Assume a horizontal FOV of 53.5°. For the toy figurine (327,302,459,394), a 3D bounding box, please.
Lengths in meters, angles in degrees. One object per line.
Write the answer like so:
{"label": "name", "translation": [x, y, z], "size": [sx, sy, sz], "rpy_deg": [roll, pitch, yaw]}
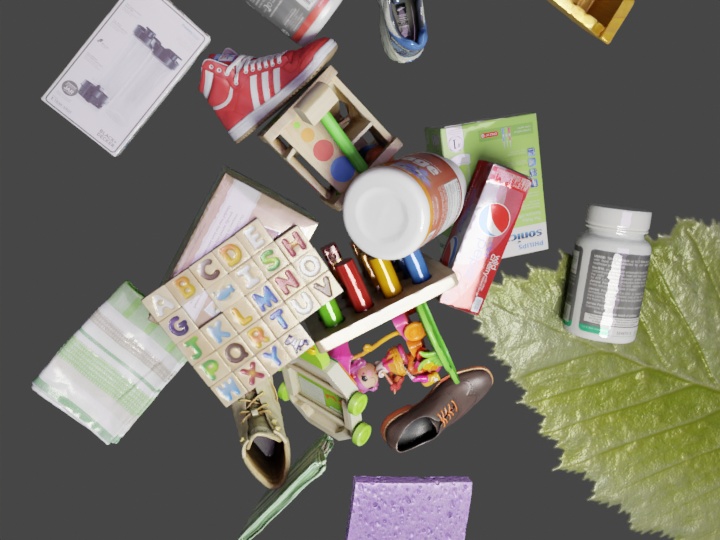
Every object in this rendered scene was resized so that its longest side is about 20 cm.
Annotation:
{"label": "toy figurine", "translation": [0.031, 0.129, 1.064], "size": [0.183, 0.151, 0.200], "rpy_deg": [-24, 130, 7]}

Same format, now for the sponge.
{"label": "sponge", "translation": [0.078, 0.390, 1.156], "size": [0.199, 0.030, 0.112], "rpy_deg": [4, 100, -12]}

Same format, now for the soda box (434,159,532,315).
{"label": "soda box", "translation": [0.162, -0.046, 0.979], "size": [0.063, 0.070, 0.201], "rpy_deg": [19, 99, -11]}

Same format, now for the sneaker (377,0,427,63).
{"label": "sneaker", "translation": [0.050, -0.387, 0.967], "size": [0.077, 0.085, 0.201], "rpy_deg": [-24, 104, -7]}

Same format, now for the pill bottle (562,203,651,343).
{"label": "pill bottle", "translation": [0.382, 0.002, 1.101], "size": [0.112, 0.113, 0.201], "rpy_deg": [4, 101, -13]}

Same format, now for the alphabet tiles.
{"label": "alphabet tiles", "translation": [-0.128, 0.043, 0.850], "size": [0.200, 0.008, 0.168], "rpy_deg": [-35, 106, -2]}

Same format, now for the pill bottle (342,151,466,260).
{"label": "pill bottle", "translation": [0.067, -0.091, 0.914], "size": [0.112, 0.200, 0.113], "rpy_deg": [8, 109, 24]}

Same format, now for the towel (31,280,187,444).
{"label": "towel", "translation": [-0.344, 0.134, 1.014], "size": [0.149, 0.031, 0.200], "rpy_deg": [42, 90, -17]}

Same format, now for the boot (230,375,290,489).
{"label": "boot", "translation": [-0.150, 0.190, 1.001], "size": [0.072, 0.155, 0.201], "rpy_deg": [-15, 103, -8]}

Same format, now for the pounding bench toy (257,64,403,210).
{"label": "pounding bench toy", "translation": [-0.031, -0.165, 0.934], "size": [0.124, 0.200, 0.156], "rpy_deg": [-46, 106, -1]}

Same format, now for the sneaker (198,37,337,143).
{"label": "sneaker", "translation": [-0.130, -0.265, 0.929], "size": [0.200, 0.071, 0.113], "rpy_deg": [-33, 104, 28]}

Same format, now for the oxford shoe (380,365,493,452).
{"label": "oxford shoe", "translation": [0.129, 0.222, 1.110], "size": [0.200, 0.073, 0.071], "rpy_deg": [-34, 105, -4]}

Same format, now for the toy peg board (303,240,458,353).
{"label": "toy peg board", "translation": [0.000, 0.000, 0.972], "size": [0.198, 0.200, 0.098], "rpy_deg": [-26, 105, -6]}

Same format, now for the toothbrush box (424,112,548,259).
{"label": "toothbrush box", "translation": [0.184, -0.121, 1.048], "size": [0.145, 0.086, 0.201], "rpy_deg": [-12, 102, -9]}

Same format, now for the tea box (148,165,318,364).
{"label": "tea box", "translation": [-0.167, -0.017, 0.935], "size": [0.133, 0.197, 0.201], "rpy_deg": [27, 94, -16]}

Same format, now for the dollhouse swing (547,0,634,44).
{"label": "dollhouse swing", "translation": [0.303, -0.453, 0.973], "size": [0.199, 0.182, 0.176], "rpy_deg": [32, 113, -16]}

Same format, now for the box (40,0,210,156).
{"label": "box", "translation": [-0.300, -0.262, 0.929], "size": [0.116, 0.060, 0.200], "rpy_deg": [38, 92, -16]}

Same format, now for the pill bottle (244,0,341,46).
{"label": "pill bottle", "translation": [-0.117, -0.394, 0.914], "size": [0.200, 0.116, 0.116], "rpy_deg": [36, 92, -16]}

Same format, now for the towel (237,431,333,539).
{"label": "towel", "translation": [-0.098, 0.303, 1.015], "size": [0.153, 0.200, 0.023], "rpy_deg": [-44, 88, -1]}

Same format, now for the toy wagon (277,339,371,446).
{"label": "toy wagon", "translation": [-0.056, 0.160, 1.002], "size": [0.040, 0.155, 0.201], "rpy_deg": [-43, 143, -35]}
